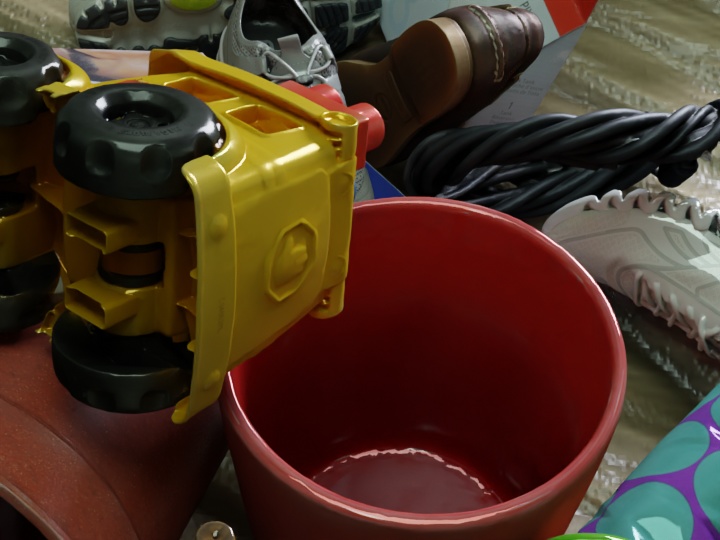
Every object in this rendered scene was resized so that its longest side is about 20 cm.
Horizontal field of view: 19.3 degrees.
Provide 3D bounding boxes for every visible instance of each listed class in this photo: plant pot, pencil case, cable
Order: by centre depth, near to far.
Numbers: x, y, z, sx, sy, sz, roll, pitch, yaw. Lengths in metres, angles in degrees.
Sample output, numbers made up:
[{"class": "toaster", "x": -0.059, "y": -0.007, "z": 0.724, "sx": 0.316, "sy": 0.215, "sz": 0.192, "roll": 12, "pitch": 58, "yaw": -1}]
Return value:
[{"class": "plant pot", "x": -0.160, "y": 0.091, "z": 1.041, "sx": 0.201, "sy": 0.201, "sz": 0.195, "roll": 20, "pitch": 42, "yaw": 13}, {"class": "plant pot", "x": 0.025, "y": 0.094, "z": 1.049, "sx": 0.200, "sy": 0.177, "sz": 0.201, "roll": 1, "pitch": 48, "yaw": -2}, {"class": "pencil case", "x": 0.192, "y": 0.118, "z": 1.102, "sx": 0.092, "sy": 0.085, "sz": 0.200, "roll": 14, "pitch": 44, "yaw": 44}, {"class": "cable", "x": 0.121, "y": -0.061, "z": 1.213, "sx": 0.200, "sy": 0.163, "sz": 0.051, "roll": -5, "pitch": 87, "yaw": -23}]

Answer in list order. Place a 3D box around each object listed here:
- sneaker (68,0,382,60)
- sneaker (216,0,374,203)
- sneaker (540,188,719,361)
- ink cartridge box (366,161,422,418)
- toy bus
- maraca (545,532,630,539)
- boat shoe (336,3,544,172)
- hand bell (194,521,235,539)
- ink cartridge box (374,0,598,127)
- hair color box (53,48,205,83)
[{"class": "sneaker", "x": -0.086, "y": -0.178, "z": 1.354, "sx": 0.200, "sy": 0.078, "sz": 0.080, "roll": -2, "pitch": 40, "yaw": -6}, {"class": "sneaker", "x": -0.044, "y": -0.094, "z": 1.215, "sx": 0.075, "sy": 0.082, "sz": 0.200, "roll": -12, "pitch": 49, "yaw": -16}, {"class": "sneaker", "x": 0.197, "y": 0.008, "z": 1.213, "sx": 0.200, "sy": 0.075, "sz": 0.081, "roll": 12, "pitch": 67, "yaw": 13}, {"class": "ink cartridge box", "x": 0.000, "y": 0.000, "z": 1.219, "sx": 0.094, "sy": 0.044, "sz": 0.200, "roll": -29, "pitch": 56, "yaw": -28}, {"class": "toy bus", "x": -0.090, "y": -0.046, "z": 0.979, "sx": 0.200, "sy": 0.136, "sz": 0.192, "roll": 25, "pitch": 37, "yaw": 32}, {"class": "maraca", "x": 0.123, "y": 0.209, "z": 0.969, "sx": 0.137, "sy": 0.200, "sz": 0.107, "roll": -35, "pitch": 12, "yaw": 10}, {"class": "boat shoe", "x": 0.037, "y": -0.105, "z": 1.237, "sx": 0.070, "sy": 0.200, "sz": 0.070, "roll": -20, "pitch": 92, "yaw": -29}, {"class": "hand bell", "x": -0.064, "y": 0.178, "z": 0.954, "sx": 0.104, "sy": 0.200, "sz": 0.104, "roll": 3, "pitch": 48, "yaw": -3}, {"class": "ink cartridge box", "x": 0.081, "y": -0.179, "z": 1.282, "sx": 0.047, "sy": 0.200, "sz": 0.160, "roll": 5, "pitch": 45, "yaw": -25}, {"class": "hair color box", "x": -0.159, "y": -0.070, "z": 1.094, "sx": 0.200, "sy": 0.064, "sz": 0.111, "roll": 0, "pitch": 25, "yaw": -27}]
